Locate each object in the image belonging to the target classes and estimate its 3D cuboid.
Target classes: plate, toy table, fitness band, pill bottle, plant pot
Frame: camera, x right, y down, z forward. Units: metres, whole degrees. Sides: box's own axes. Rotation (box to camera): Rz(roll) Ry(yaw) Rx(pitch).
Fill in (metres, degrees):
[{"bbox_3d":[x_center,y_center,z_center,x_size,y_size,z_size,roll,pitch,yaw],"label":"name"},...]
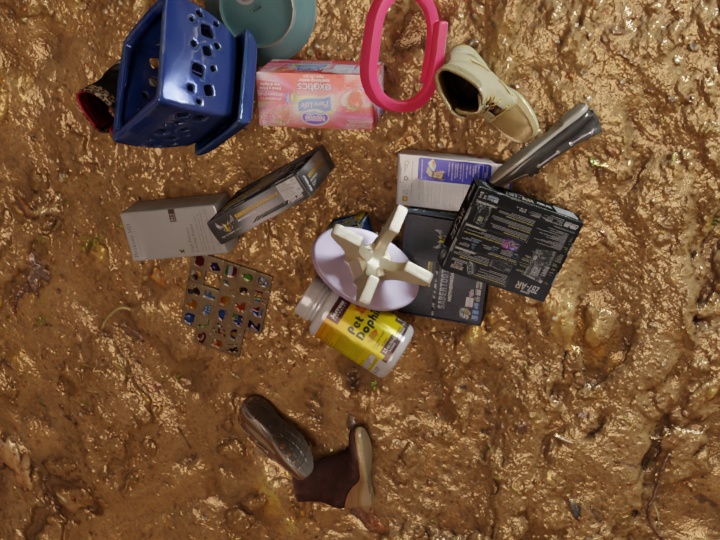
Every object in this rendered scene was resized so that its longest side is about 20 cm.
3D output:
[{"bbox_3d":[-0.173,-0.445,1.673,0.200,0.026,0.201,6,116,13],"label":"plate"},{"bbox_3d":[0.024,-0.015,1.672,0.200,0.184,0.117,16,163,-15],"label":"toy table"},{"bbox_3d":[0.067,-0.354,1.583,0.143,0.037,0.200,1,101,-32],"label":"fitness band"},{"bbox_3d":[-0.014,0.094,1.751,0.200,0.109,0.109,32,118,0],"label":"pill bottle"},{"bbox_3d":[-0.283,-0.308,1.633,0.180,0.200,0.200,12,160,-31],"label":"plant pot"}]

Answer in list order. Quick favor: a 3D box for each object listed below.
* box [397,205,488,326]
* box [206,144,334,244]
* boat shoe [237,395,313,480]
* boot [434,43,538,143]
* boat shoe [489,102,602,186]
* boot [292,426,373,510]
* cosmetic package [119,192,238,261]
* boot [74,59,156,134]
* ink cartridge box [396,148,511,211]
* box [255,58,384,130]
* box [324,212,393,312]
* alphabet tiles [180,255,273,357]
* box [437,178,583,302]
[{"bbox_3d":[0.152,-0.010,1.762,0.157,0.051,0.200,10,115,12],"label":"box"},{"bbox_3d":[-0.154,-0.134,1.732,0.200,0.158,0.048,-25,107,25],"label":"box"},{"bbox_3d":[-0.172,0.343,1.993,0.200,0.076,0.072,49,129,15],"label":"boat shoe"},{"bbox_3d":[0.201,-0.263,1.575,0.073,0.155,0.200,-37,100,26],"label":"boot"},{"bbox_3d":[0.304,-0.190,1.613,0.200,0.067,0.057,-39,102,10],"label":"boat shoe"},{"bbox_3d":[-0.061,0.397,1.993,0.166,0.072,0.200,3,118,13],"label":"boot"},{"bbox_3d":[-0.338,-0.081,1.857,0.200,0.074,0.102,-6,111,17],"label":"cosmetic package"},{"bbox_3d":[-0.391,-0.274,1.736,0.200,0.151,0.073,46,125,-6],"label":"boot"},{"bbox_3d":[0.162,-0.151,1.705,0.200,0.037,0.095,8,115,15],"label":"ink cartridge box"},{"bbox_3d":[-0.065,-0.296,1.662,0.200,0.103,0.095,3,115,10],"label":"box"},{"bbox_3d":[0.000,0.000,1.802,0.070,0.064,0.200,-9,111,20],"label":"box"},{"bbox_3d":[-0.267,0.072,1.943,0.167,0.008,0.200,18,118,7],"label":"alphabet tiles"},{"bbox_3d":[0.253,-0.049,1.677,0.200,0.044,0.160,17,112,-14],"label":"box"}]
